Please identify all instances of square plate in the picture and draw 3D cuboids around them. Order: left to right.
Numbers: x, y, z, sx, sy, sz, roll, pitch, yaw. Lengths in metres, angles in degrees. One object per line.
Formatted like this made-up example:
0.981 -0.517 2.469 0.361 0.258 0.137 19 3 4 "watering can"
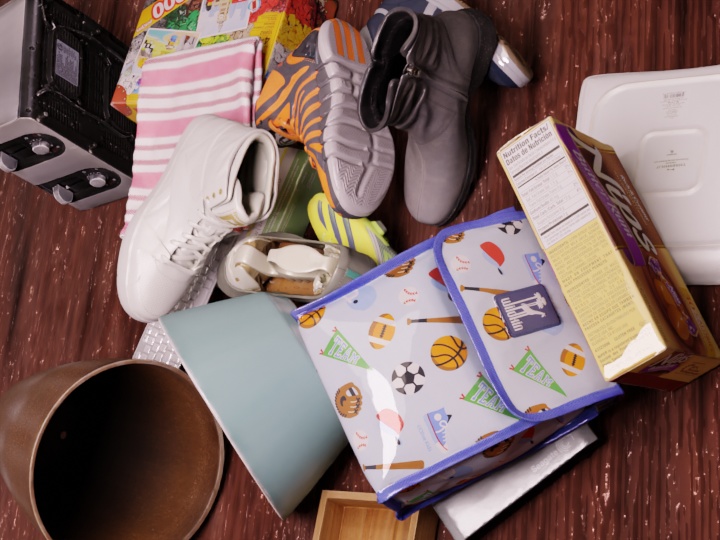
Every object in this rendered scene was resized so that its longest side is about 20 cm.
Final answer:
0.251 -0.082 1.176 0.200 0.028 0.198 -2 68 34 "square plate"

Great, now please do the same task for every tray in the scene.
-0.001 0.280 1.172 0.099 0.037 0.200 -2 66 35 "tray"

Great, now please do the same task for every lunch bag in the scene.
0.074 0.065 1.098 0.200 0.124 0.170 -26 72 3 "lunch bag"

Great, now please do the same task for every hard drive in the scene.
0.081 0.098 1.170 0.140 0.033 0.200 -40 68 12 "hard drive"

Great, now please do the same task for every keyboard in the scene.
-0.154 0.001 1.377 0.056 0.011 0.200 17 81 39 "keyboard"

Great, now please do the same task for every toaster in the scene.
-0.318 -0.182 1.529 0.119 0.181 0.200 -20 58 28 "toaster"

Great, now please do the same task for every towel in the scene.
-0.161 -0.123 1.396 0.146 0.030 0.200 -6 74 33 "towel"

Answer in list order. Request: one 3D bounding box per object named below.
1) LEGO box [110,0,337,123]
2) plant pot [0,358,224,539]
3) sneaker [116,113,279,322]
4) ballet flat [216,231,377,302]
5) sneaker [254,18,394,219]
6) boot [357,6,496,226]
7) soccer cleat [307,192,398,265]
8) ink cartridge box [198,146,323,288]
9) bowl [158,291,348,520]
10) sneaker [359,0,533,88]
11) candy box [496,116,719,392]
-0.139 -0.219 1.487 0.200 0.077 0.149 3 69 36 "LEGO box"
-0.255 0.160 1.337 0.200 0.187 0.187 9 73 53 "plant pot"
-0.141 -0.041 1.286 0.116 0.074 0.200 17 85 53 "sneaker"
-0.070 -0.007 1.275 0.200 0.064 0.067 6 74 43 "ballet flat"
-0.035 -0.119 1.320 0.112 0.078 0.200 -31 51 39 "sneaker"
0.042 -0.127 1.237 0.070 0.132 0.200 19 111 33 "boot"
0.000 0.000 1.286 0.084 0.065 0.200 -42 51 -3 "soccer cleat"
-0.138 -0.060 1.430 0.200 0.048 0.146 16 78 37 "ink cartridge box"
-0.075 0.097 1.232 0.105 0.201 0.201 -33 50 -6 "bowl"
0.068 -0.192 1.333 0.109 0.070 0.200 -46 45 5 "sneaker"
0.187 -0.011 1.099 0.056 0.117 0.200 -33 65 26 "candy box"
